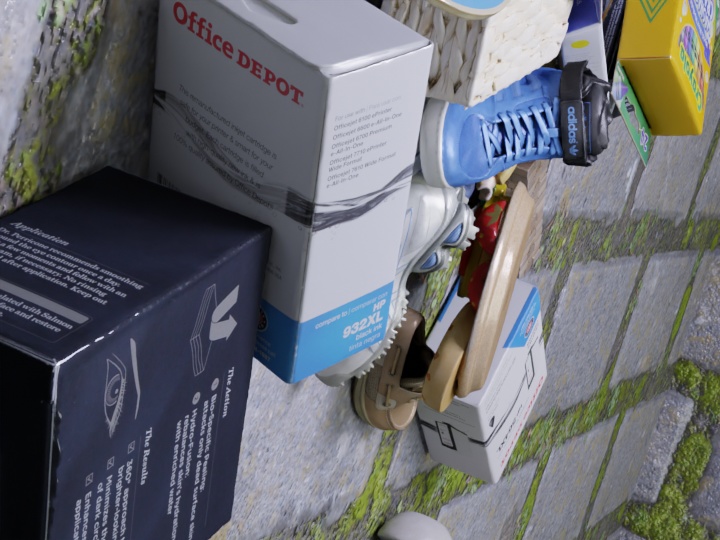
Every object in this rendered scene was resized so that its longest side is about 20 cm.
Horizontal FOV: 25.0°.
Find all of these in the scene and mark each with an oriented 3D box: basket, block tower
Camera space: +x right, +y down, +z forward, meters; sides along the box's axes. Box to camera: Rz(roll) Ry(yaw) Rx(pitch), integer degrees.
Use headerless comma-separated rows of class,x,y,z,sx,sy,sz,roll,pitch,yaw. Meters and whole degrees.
basket,0.073,-0.210,1.166,0.200,0.122,0.137,-36,142,-57
block tower,0.149,-0.075,1.595,0.054,0.057,0.201,-51,154,-39

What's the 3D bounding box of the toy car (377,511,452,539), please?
toy car,0.071,0.358,1.669,0.176,0.149,0.200,-64,159,-15

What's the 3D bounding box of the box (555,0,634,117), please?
box,0.213,-0.221,1.538,0.200,0.114,0.133,-23,131,-62

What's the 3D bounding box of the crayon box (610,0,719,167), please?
crayon box,0.274,-0.209,1.434,0.126,0.051,0.202,50,48,-54

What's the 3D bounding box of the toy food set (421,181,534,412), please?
toy food set,0.106,0.018,1.408,0.198,0.048,0.202,-52,157,-71

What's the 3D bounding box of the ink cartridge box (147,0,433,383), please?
ink cartridge box,-0.047,-0.063,0.926,0.083,0.145,0.201,-22,135,-37

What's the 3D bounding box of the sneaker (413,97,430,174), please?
sneaker,0.011,-0.101,1.184,0.071,0.072,0.200,85,29,-42

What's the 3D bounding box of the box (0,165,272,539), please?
box,-0.152,0.076,0.859,0.200,0.117,0.198,-36,141,-56

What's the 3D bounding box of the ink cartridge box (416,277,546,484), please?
ink cartridge box,0.125,0.108,1.666,0.147,0.084,0.200,-62,158,-22

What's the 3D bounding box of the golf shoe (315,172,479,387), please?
golf shoe,0.000,0.000,1.265,0.097,0.079,0.201,21,115,-29

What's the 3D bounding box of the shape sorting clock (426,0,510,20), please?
shape sorting clock,0.032,-0.242,0.979,0.039,0.201,0.200,-31,-174,37

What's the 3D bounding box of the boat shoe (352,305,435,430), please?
boat shoe,0.034,0.092,1.438,0.072,0.064,0.201,-60,158,-24

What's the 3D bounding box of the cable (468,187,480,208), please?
cable,0.088,-0.132,1.431,0.097,0.050,0.201,-50,142,-22

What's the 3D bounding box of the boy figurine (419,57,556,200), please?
boy figurine,0.091,-0.122,1.339,0.201,0.064,0.125,-54,130,-23

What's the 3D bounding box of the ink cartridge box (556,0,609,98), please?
ink cartridge box,0.164,-0.259,1.318,0.200,0.047,0.200,57,24,-68

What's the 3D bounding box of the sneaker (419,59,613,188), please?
sneaker,0.126,-0.110,1.213,0.200,0.110,0.078,-32,123,-58
